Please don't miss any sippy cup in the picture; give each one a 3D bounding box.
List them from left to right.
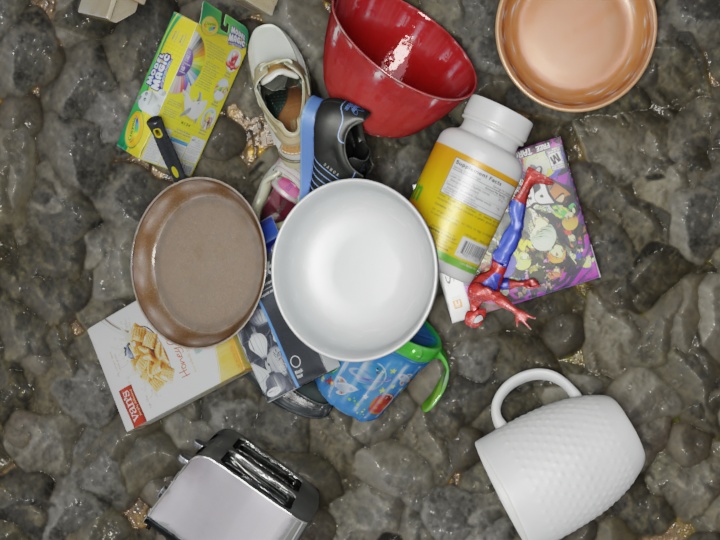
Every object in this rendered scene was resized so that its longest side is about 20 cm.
[{"bbox_3d":[0.013,0.108,1.304,0.177,0.139,0.131,41,107,27],"label":"sippy cup"}]

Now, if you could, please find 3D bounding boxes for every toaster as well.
[{"bbox_3d":[-0.148,0.298,1.295,0.198,0.181,0.120,34,94,2],"label":"toaster"}]

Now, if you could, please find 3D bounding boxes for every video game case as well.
[{"bbox_3d":[0.181,-0.050,1.322,0.196,0.036,0.185,-16,93,5],"label":"video game case"}]

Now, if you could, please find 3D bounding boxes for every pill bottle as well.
[{"bbox_3d":[0.125,-0.099,1.249,0.110,0.111,0.203,25,96,2],"label":"pill bottle"}]

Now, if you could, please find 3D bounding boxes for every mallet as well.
[{"bbox_3d":[-0.208,-0.106,1.293,0.064,0.042,0.202,-8,134,0],"label":"mallet"}]

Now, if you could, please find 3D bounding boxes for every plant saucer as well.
[{"bbox_3d":[-0.189,-0.009,1.261,0.197,0.032,0.205,0,90,27],"label":"plant saucer"},{"bbox_3d":[0.264,-0.297,1.301,0.196,0.037,0.205,0,93,4],"label":"plant saucer"}]

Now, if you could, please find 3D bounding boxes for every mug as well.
[{"bbox_3d":[0.238,0.213,1.293,0.173,0.148,0.202,-27,61,-2],"label":"mug"}]

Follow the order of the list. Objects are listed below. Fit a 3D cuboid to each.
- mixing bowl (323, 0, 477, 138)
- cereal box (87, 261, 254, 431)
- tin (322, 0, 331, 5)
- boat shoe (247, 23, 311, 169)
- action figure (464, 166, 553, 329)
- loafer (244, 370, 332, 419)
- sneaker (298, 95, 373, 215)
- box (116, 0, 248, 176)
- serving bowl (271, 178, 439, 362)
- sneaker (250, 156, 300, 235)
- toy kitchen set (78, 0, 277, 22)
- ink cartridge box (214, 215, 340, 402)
[{"bbox_3d":[0.030,-0.232,1.262,0.199,0.201,0.109,36,126,1],"label":"mixing bowl"},{"bbox_3d":[-0.238,0.097,1.324,0.198,0.039,0.146,-29,80,21],"label":"cereal box"},{"bbox_3d":[0.022,-0.396,1.313,0.196,0.042,0.114,-9,89,5],"label":"tin"},{"bbox_3d":[-0.093,-0.226,1.281,0.073,0.069,0.203,-19,65,-3],"label":"boat shoe"},{"bbox_3d":[0.196,-0.011,1.271,0.098,0.065,0.202,30,96,13],"label":"action figure"},{"bbox_3d":[-0.114,0.112,1.334,0.199,0.068,0.071,36,115,5],"label":"loafer"},{"bbox_3d":[-0.026,-0.105,1.236,0.077,0.070,0.203,14,128,20],"label":"sneaker"},{"bbox_3d":[-0.213,-0.225,1.297,0.048,0.117,0.203,29,96,24],"label":"box"},{"bbox_3d":[0.000,0.000,1.202,0.196,0.066,0.205,0,90,18],"label":"serving bowl"},{"bbox_3d":[-0.073,-0.113,1.310,0.081,0.088,0.202,31,95,1],"label":"sneaker"},{"bbox_3d":[-0.233,-0.361,1.315,0.198,0.179,0.166,22,92,42],"label":"toy kitchen set"},{"bbox_3d":[-0.109,0.046,1.268,0.098,0.039,0.203,-28,84,26],"label":"ink cartridge box"}]
